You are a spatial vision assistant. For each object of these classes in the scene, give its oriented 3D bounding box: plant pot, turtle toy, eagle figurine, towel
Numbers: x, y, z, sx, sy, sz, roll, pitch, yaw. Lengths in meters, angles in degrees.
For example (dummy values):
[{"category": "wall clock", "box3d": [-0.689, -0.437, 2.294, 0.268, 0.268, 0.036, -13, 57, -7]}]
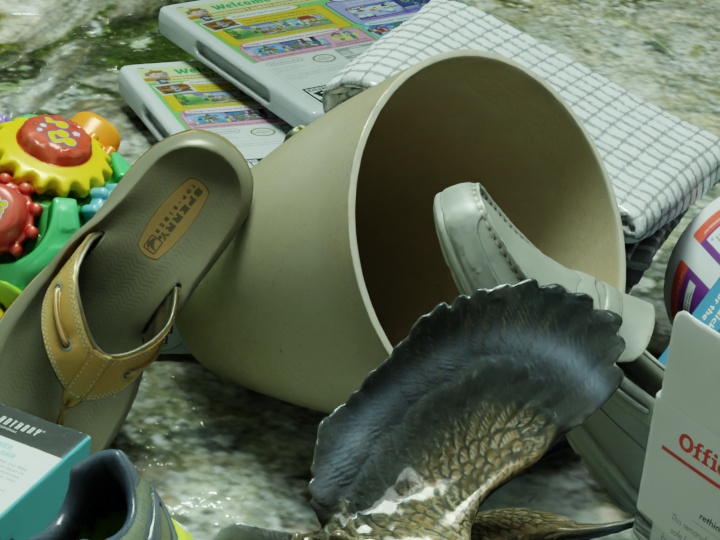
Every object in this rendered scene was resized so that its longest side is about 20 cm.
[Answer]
[{"category": "plant pot", "box3d": [0.000, 0.000, 1.438, 0.187, 0.188, 0.200, -20, 5, -42]}, {"category": "turtle toy", "box3d": [-0.185, -0.030, 1.420, 0.200, 0.101, 0.146, 3, 35, -25]}, {"category": "eagle figurine", "box3d": [0.038, 0.117, 1.271, 0.151, 0.152, 0.200, 45, 49, -5]}, {"category": "towel", "box3d": [0.086, -0.060, 1.555, 0.200, 0.086, 0.166, 28, 28, 12]}]

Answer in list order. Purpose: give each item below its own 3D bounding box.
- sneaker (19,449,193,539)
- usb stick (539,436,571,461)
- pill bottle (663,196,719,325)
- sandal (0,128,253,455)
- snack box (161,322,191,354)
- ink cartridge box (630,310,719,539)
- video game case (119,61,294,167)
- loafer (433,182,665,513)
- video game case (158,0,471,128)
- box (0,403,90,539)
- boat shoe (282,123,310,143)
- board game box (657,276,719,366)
[{"category": "sneaker", "box3d": [-0.129, 0.157, 1.170, 0.074, 0.081, 0.200, -7, 37, 24]}, {"category": "usb stick", "box3d": [0.064, 0.086, 1.451, 0.200, 0.033, 0.055, -18, 37, -40]}, {"category": "pill bottle", "box3d": [0.248, 0.041, 1.497, 0.112, 0.113, 0.200, -4, 29, -20]}, {"category": "sandal", "box3d": [-0.119, 0.021, 1.362, 0.080, 0.200, 0.054, 35, 0, -18]}, {"category": "snack box", "box3d": [-0.189, -0.008, 1.551, 0.199, 0.053, 0.142, 0, 29, -13]}, {"category": "ink cartridge box", "box3d": [0.180, 0.120, 1.225, 0.068, 0.200, 0.116, -15, 34, -36]}, {"category": "video game case", "box3d": [-0.028, -0.090, 1.771, 0.200, 0.022, 0.182, -6, 30, -23]}, {"category": "loafer", "box3d": [0.105, 0.029, 1.335, 0.070, 0.200, 0.070, -31, 29, 16]}, {"category": "video game case", "box3d": [0.001, -0.142, 1.815, 0.200, 0.022, 0.182, -13, 33, -33]}, {"category": "box", "box3d": [-0.207, 0.127, 1.268, 0.082, 0.049, 0.200, 19, 33, 21]}, {"category": "boat shoe", "box3d": [0.005, -0.020, 1.598, 0.060, 0.072, 0.202, -13, 42, -7]}, {"category": "board game box", "box3d": [0.215, 0.081, 1.365, 0.047, 0.151, 0.200, 27, 14, -32]}]
